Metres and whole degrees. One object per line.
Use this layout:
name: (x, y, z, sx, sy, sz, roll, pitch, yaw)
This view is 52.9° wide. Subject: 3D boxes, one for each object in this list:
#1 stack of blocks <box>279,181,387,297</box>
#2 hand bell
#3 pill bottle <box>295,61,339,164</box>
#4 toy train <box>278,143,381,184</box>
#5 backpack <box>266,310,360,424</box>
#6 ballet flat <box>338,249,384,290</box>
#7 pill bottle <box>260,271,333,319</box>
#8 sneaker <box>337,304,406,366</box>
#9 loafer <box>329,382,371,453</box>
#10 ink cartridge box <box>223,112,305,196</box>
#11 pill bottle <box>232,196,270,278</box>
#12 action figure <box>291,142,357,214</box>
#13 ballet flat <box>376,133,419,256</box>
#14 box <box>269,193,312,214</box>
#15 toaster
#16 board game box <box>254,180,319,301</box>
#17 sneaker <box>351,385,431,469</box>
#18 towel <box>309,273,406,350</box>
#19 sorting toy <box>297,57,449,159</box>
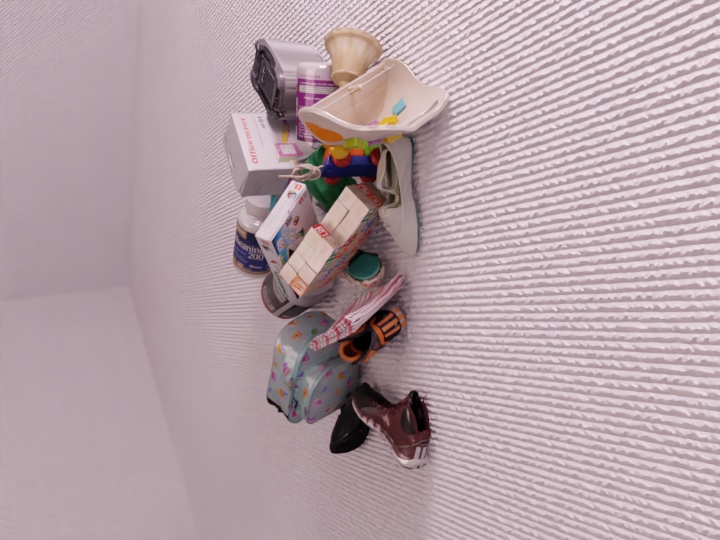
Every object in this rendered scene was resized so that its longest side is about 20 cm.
stack of blocks: (-0.044, -0.055, 1.256, 0.059, 0.115, 0.201, 45, 119, 12)
hand bell: (-0.027, -0.287, 1.209, 0.104, 0.102, 0.204, -22, 55, 62)
pill bottle: (-0.066, -0.281, 1.350, 0.112, 0.110, 0.205, 30, 122, 57)
toy train: (-0.050, -0.216, 1.242, 0.085, 0.196, 0.118, 132, 132, -64)
backpack: (-0.090, 0.190, 1.446, 0.152, 0.174, 0.204, 25, 120, 40)
ballet flat: (0.000, 0.000, 1.354, 0.065, 0.075, 0.200, 60, 168, -27)
pill bottle: (-0.133, 0.029, 1.551, 0.199, 0.114, 0.118, -31, 69, 60)
sneaker: (-0.005, 0.126, 1.309, 0.078, 0.111, 0.200, 55, 149, 5)
loafer: (-0.014, 0.298, 1.438, 0.202, 0.067, 0.071, -61, 36, 42)
ink cartridge box: (-0.161, -0.234, 1.451, 0.085, 0.196, 0.147, -57, 48, 52)
pill bottle: (-0.246, -0.091, 1.749, 0.112, 0.109, 0.203, 55, 142, 42)
action figure: (-0.041, -0.135, 1.323, 0.054, 0.118, 0.202, 13, 141, 55)
ballet flat: (0.056, -0.123, 1.197, 0.069, 0.068, 0.205, 10, 105, 62)
box: (-0.143, -0.148, 1.504, 0.049, 0.081, 0.204, 134, 142, -55)
toaster: (-0.133, -0.376, 1.440, 0.202, 0.127, 0.115, 61, 146, 38)
board game box: (-0.120, -0.049, 1.314, 0.034, 0.127, 0.201, 20, 153, 22)
sneaker: (0.064, 0.240, 1.274, 0.200, 0.075, 0.117, 42, 128, 39)
towel: (-0.010, 0.074, 1.294, 0.030, 0.146, 0.200, 51, 151, -3)
sorting toy: (0.040, -0.241, 1.112, 0.178, 0.199, 0.108, 12, 132, 48)
